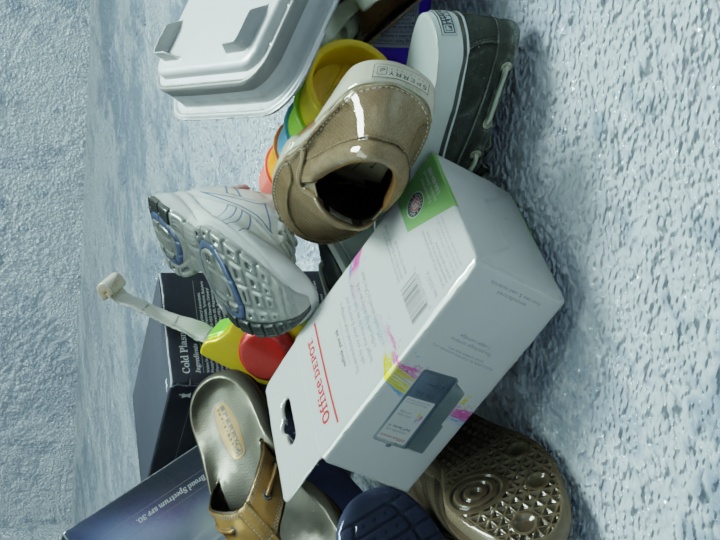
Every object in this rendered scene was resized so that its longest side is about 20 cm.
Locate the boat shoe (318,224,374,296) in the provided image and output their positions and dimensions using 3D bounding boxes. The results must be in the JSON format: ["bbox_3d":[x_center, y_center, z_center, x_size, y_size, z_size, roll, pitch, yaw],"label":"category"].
[{"bbox_3d":[0.000,0.000,0.972,0.061,0.075,0.201,115,150,-42],"label":"boat shoe"}]

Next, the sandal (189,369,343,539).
[{"bbox_3d":[-0.069,0.145,0.860,0.082,0.054,0.201,-38,57,16],"label":"sandal"}]

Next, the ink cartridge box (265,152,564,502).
[{"bbox_3d":[0.024,0.046,0.784,0.200,0.067,0.118,-53,29,25],"label":"ink cartridge box"}]

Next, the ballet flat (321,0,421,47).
[{"bbox_3d":[-0.006,-0.174,0.838,0.200,0.068,0.067,-37,14,26],"label":"ballet flat"}]

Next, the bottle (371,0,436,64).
[{"bbox_3d":[0.011,-0.167,0.912,0.065,0.083,0.202,-49,-37,-67],"label":"bottle"}]

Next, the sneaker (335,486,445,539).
[{"bbox_3d":[0.041,0.230,0.801,0.201,0.073,0.082,64,172,8],"label":"sneaker"}]

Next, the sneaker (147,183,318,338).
[{"bbox_3d":[-0.077,-0.021,0.900,0.200,0.087,0.075,38,145,51],"label":"sneaker"}]

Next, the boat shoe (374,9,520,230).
[{"bbox_3d":[0.053,-0.072,0.819,0.201,0.063,0.071,106,157,-45],"label":"boat shoe"}]

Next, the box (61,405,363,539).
[{"bbox_3d":[-0.079,0.232,0.929,0.198,0.199,0.124,46,144,17],"label":"box"}]

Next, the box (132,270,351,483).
[{"bbox_3d":[-0.085,0.096,1.068,0.201,0.180,0.105,114,149,-52],"label":"box"}]

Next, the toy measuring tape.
[{"bbox_3d":[-0.092,0.030,0.938,0.074,0.199,0.074,-65,-6,0],"label":"toy measuring tape"}]

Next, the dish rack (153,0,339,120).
[{"bbox_3d":[-0.064,-0.196,0.842,0.171,0.043,0.201,7,70,56],"label":"dish rack"}]

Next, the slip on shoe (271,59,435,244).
[{"bbox_3d":[-0.009,-0.052,0.786,0.200,0.075,0.061,136,149,-61],"label":"slip on shoe"}]

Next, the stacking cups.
[{"bbox_3d":[-0.028,-0.086,0.888,0.200,0.060,0.061,129,136,-68],"label":"stacking cups"}]

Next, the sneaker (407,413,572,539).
[{"bbox_3d":[0.077,0.139,0.794,0.076,0.070,0.200,68,168,-23],"label":"sneaker"}]
